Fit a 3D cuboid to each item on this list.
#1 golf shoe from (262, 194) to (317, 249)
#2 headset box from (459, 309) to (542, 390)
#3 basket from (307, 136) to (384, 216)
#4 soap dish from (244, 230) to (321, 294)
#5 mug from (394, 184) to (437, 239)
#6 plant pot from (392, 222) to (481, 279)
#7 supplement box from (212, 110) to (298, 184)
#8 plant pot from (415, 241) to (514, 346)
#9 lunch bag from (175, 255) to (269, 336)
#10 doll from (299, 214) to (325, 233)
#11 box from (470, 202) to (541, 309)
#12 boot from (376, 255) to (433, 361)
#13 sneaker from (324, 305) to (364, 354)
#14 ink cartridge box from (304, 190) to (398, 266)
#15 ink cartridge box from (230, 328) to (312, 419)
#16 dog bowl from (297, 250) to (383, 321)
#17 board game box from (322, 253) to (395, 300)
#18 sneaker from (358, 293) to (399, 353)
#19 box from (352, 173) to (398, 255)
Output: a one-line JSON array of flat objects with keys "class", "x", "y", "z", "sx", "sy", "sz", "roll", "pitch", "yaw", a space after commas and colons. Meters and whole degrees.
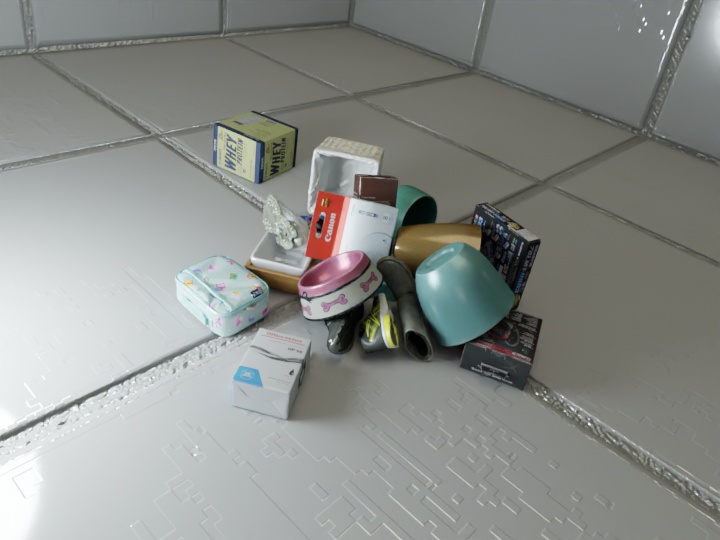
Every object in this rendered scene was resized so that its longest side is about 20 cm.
[{"class": "golf shoe", "x": -0.176, "y": -0.113, "z": 1.540, "sx": 0.096, "sy": 0.079, "sz": 0.201, "roll": 7, "pitch": 33, "yaw": -38}, {"class": "headset box", "x": 0.309, "y": 0.165, "z": 1.373, "sx": 0.146, "sy": 0.076, "sz": 0.200, "roll": 18, "pitch": 33, "yaw": 13}, {"class": "basket", "x": -0.041, "y": -0.266, "z": 1.828, "sx": 0.195, "sy": 0.202, "sz": 0.162, "roll": 11, "pitch": 28, "yaw": 4}, {"class": "soap dish", "x": -0.181, "y": -0.029, "z": 1.531, "sx": 0.154, "sy": 0.083, "sz": 0.201, "roll": 13, "pitch": 33, "yaw": 5}, {"class": "mug", "x": 0.129, "y": -0.149, "z": 1.757, "sx": 0.151, "sy": 0.187, "sz": 0.114, "roll": -40, "pitch": 50, "yaw": -21}, {"class": "plant pot", "x": 0.180, "y": -0.042, "z": 1.541, "sx": 0.195, "sy": 0.190, "sz": 0.188, "roll": 13, "pitch": 32, "yaw": 1}, {"class": "supplement box", "x": -0.337, "y": -0.400, "z": 2.005, "sx": 0.197, "sy": 0.137, "sz": 0.199, "roll": 25, "pitch": 35, "yaw": 22}, {"class": "plant pot", "x": 0.213, "y": 0.037, "z": 1.369, "sx": 0.198, "sy": 0.163, "sz": 0.201, "roll": -32, "pitch": 12, "yaw": 8}, {"class": "lunch bag", "x": -0.306, "y": 0.052, "z": 1.377, "sx": 0.198, "sy": 0.078, "sz": 0.159, "roll": 32, "pitch": 38, "yaw": 30}, {"class": "doll", "x": -0.134, "y": -0.122, "z": 1.716, "sx": 0.196, "sy": 0.049, "sz": 0.137, "roll": 13, "pitch": 34, "yaw": 6}, {"class": "box", "x": 0.343, "y": -0.036, "z": 1.572, "sx": 0.049, "sy": 0.204, "sz": 0.199, "roll": -9, "pitch": 36, "yaw": -30}, {"class": "boot", "x": 0.097, "y": 0.082, "z": 1.390, "sx": 0.182, "sy": 0.072, "sz": 0.202, "roll": 47, "pitch": 27, "yaw": -22}, {"class": "sneaker", "x": -0.048, "y": 0.118, "z": 1.371, "sx": 0.077, "sy": 0.077, "sz": 0.201, "roll": -2, "pitch": 27, "yaw": 16}, {"class": "ink cartridge box", "x": -0.019, "y": -0.089, "z": 1.474, "sx": 0.196, "sy": 0.164, "sz": 0.047, "roll": 10, "pitch": 9, "yaw": -22}, {"class": "ink cartridge box", "x": -0.166, "y": 0.184, "z": 1.223, "sx": 0.113, "sy": 0.068, "sz": 0.201, "roll": 12, "pitch": 33, "yaw": 5}, {"class": "dog bowl", "x": -0.051, "y": 0.026, "z": 1.378, "sx": 0.197, "sy": 0.075, "sz": 0.201, "roll": -24, "pitch": 18, "yaw": 8}, {"class": "board game box", "x": 0.000, "y": 0.000, "z": 1.569, "sx": 0.195, "sy": 0.046, "sz": 0.153, "roll": 9, "pitch": 32, "yaw": 0}, {"class": "sneaker", "x": 0.032, "y": 0.114, "z": 1.377, "sx": 0.083, "sy": 0.076, "sz": 0.201, "roll": -20, "pitch": 19, "yaw": 5}, {"class": "box", "x": 0.030, "y": -0.133, "z": 1.547, "sx": 0.098, "sy": 0.205, "sz": 0.075, "roll": 2, "pitch": 15, "yaw": -15}]
